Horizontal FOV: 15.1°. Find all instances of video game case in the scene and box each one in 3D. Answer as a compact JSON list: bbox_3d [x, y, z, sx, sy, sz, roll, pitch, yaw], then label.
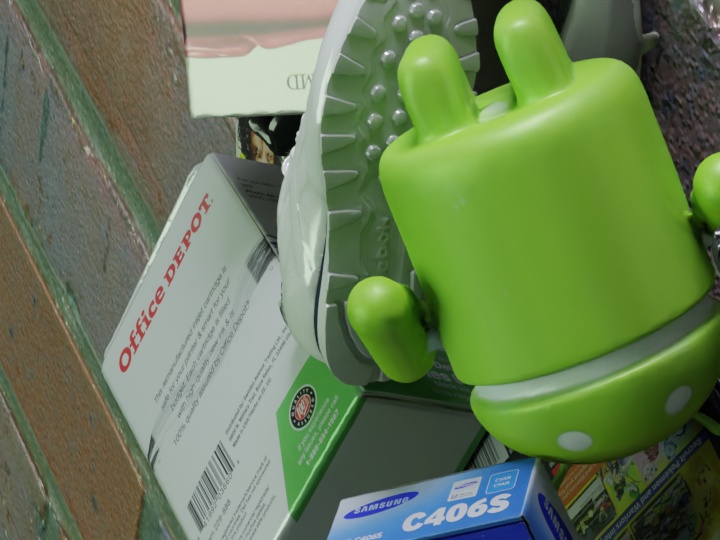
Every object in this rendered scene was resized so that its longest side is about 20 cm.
[{"bbox_3d":[0.101,0.110,1.225,0.200,0.025,0.181,-53,45,36],"label":"video game case"}]

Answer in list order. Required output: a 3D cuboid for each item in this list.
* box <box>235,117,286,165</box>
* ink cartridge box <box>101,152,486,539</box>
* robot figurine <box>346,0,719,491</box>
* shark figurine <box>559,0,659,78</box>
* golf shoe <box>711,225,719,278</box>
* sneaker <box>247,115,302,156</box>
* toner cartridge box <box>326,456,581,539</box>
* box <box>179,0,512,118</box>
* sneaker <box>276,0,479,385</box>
[{"bbox_3d":[-0.036,-0.039,1.533,0.075,0.050,0.200,-140,45,-58],"label":"box"},{"bbox_3d":[-0.037,0.058,1.339,0.146,0.084,0.200,-61,39,26],"label":"ink cartridge box"},{"bbox_3d":[0.081,-0.009,1.124,0.116,0.175,0.200,-82,-29,-78],"label":"robot figurine"},{"bbox_3d":[0.082,-0.098,1.196,0.128,0.089,0.215,47,143,49],"label":"shark figurine"},{"bbox_3d":[0.200,0.063,1.029,0.095,0.078,0.200,83,166,-56],"label":"golf shoe"},{"bbox_3d":[-0.026,-0.156,1.414,0.076,0.088,0.200,-163,65,-64],"label":"sneaker"},{"bbox_3d":[0.069,0.176,1.154,0.200,0.095,0.043,63,-155,-26],"label":"toner cartridge box"},{"bbox_3d":[-0.011,-0.176,1.278,0.128,0.109,0.200,-1,98,30],"label":"box"},{"bbox_3d":[-0.003,-0.053,1.193,0.081,0.076,0.200,40,124,57],"label":"sneaker"}]
